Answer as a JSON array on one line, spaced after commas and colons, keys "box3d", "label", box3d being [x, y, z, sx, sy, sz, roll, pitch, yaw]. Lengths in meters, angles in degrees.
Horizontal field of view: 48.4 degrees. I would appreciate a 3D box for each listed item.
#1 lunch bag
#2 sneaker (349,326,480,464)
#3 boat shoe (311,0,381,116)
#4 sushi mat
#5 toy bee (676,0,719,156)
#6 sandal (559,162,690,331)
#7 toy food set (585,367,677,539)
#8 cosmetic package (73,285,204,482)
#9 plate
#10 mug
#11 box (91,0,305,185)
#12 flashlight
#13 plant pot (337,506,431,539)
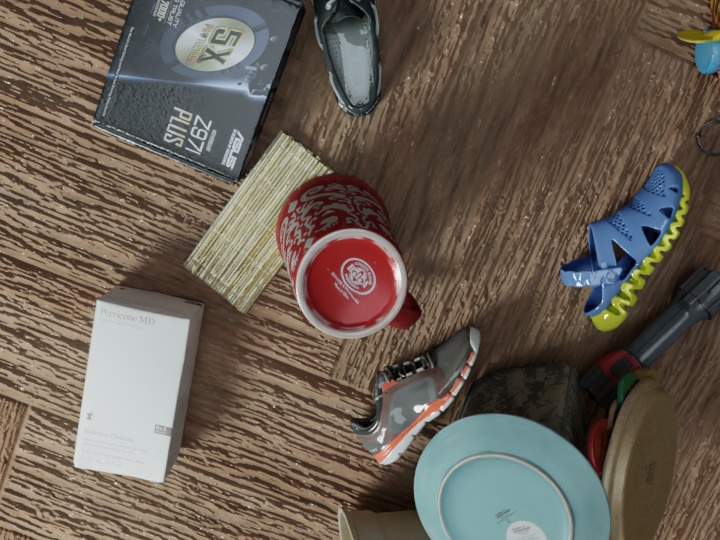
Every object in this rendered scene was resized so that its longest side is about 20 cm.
[{"box3d": [0.187, 0.223, 0.889, 0.138, 0.200, 0.169, -14, 107, 23], "label": "lunch bag"}, {"box3d": [0.060, 0.135, 0.937, 0.082, 0.077, 0.201, 38, 98, -2], "label": "sneaker"}, {"box3d": [-0.013, -0.267, 0.855, 0.075, 0.060, 0.202, -16, 102, 3], "label": "boat shoe"}, {"box3d": [-0.111, -0.054, 0.923, 0.095, 0.012, 0.201, 37, 99, -7], "label": "sushi mat"}, {"box3d": [0.413, -0.230, 0.846, 0.130, 0.109, 0.202, -24, 101, 2], "label": "toy bee"}, {"box3d": [0.295, -0.033, 0.904, 0.086, 0.080, 0.201, 28, 99, -3], "label": "sandal"}, {"box3d": [0.281, 0.204, 0.836, 0.048, 0.197, 0.202, 9, 96, 37], "label": "toy food set"}, {"box3d": [-0.255, 0.129, 0.926, 0.112, 0.081, 0.202, 10, 103, -1], "label": "cosmetic package"}, {"box3d": [0.143, 0.237, 0.788, 0.198, 0.026, 0.202, 7, 108, 22], "label": "plate"}, {"box3d": [0.001, -0.012, 0.834, 0.176, 0.200, 0.135, 15, 104, -11], "label": "mug"}, {"box3d": [-0.168, -0.217, 0.850, 0.162, 0.086, 0.202, 22, 101, -6], "label": "box"}, {"box3d": [0.346, 0.085, 0.938, 0.200, 0.068, 0.068, -45, 108, 2], "label": "flashlight"}, {"box3d": [0.083, 0.359, 0.939, 0.181, 0.200, 0.203, -11, 102, -11], "label": "plant pot"}]
